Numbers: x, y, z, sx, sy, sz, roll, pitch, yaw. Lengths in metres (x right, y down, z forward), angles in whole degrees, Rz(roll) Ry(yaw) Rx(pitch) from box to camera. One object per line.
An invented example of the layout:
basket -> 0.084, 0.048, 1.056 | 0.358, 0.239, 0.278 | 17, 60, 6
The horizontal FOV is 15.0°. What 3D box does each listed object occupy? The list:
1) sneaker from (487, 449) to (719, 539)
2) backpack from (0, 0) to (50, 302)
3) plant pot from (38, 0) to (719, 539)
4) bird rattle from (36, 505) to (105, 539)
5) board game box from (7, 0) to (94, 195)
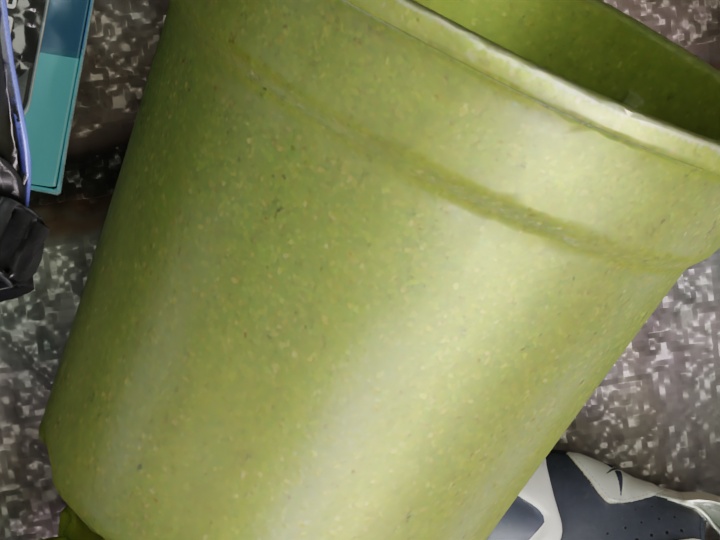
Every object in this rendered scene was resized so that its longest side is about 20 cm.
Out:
sneaker -> 0.080, 0.157, 0.896 | 0.129, 0.079, 0.200 | 4, 92, 0
backpack -> -0.201, -0.071, 0.690 | 0.199, 0.147, 0.184 | -14, 111, -26
plant pot -> 0.000, 0.000, 0.799 | 0.200, 0.200, 0.185 | 24, 104, -12
bird rattle -> -0.055, 0.120, 0.768 | 0.162, 0.200, 0.113 | 11, 80, 0
board game box -> -0.174, -0.112, 0.798 | 0.199, 0.047, 0.152 | 8, 102, -23
